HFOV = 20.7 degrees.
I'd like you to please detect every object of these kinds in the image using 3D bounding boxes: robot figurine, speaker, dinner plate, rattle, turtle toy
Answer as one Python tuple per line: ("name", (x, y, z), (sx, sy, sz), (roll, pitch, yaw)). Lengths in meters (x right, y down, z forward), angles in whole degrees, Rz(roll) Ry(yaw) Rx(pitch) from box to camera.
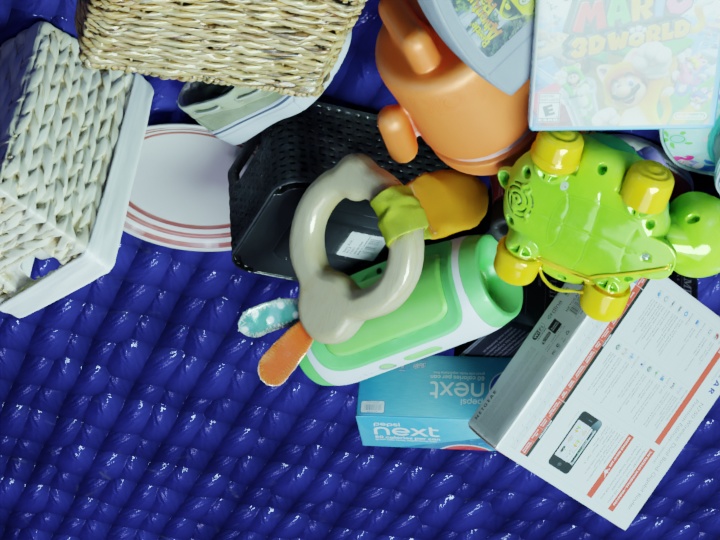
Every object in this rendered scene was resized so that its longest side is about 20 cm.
("robot figurine", (0.083, -0.152, 1.563), (0.116, 0.145, 0.200), (10, 155, 34))
("speaker", (0.037, 0.035, 1.686), (0.199, 0.089, 0.088), (-22, 140, 32))
("dinner plate", (-0.151, -0.079, 1.787), (0.198, 0.024, 0.201), (2, 146, 2))
("rattle", (0.000, 0.000, 1.633), (0.129, 0.143, 0.201), (31, 115, 11))
("turtle toy", (0.201, -0.044, 1.552), (0.198, 0.101, 0.147), (23, 126, 6))

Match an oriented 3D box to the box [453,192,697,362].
("box", (0.197, 0.023, 1.790), (0.198, 0.150, 0.107), (15, 151, -19))

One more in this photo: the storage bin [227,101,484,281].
("storage bin", (-0.005, -0.058, 1.714), (0.198, 0.095, 0.135), (11, 142, -22))

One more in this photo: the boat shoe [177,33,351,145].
("boat shoe", (-0.080, -0.160, 1.609), (0.062, 0.073, 0.200), (20, 147, -29))

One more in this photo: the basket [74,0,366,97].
("basket", (-0.100, -0.229, 1.429), (0.198, 0.144, 0.149), (6, 153, -13))

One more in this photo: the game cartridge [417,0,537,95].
("game cartridge", (0.102, -0.221, 1.416), (0.133, 0.041, 0.200), (-41, 137, -3))

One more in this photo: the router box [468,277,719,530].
("router box", (0.214, 0.097, 1.673), (0.179, 0.049, 0.201), (34, 92, -35))

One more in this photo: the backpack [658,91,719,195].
("backpack", (0.331, -0.136, 1.544), (0.198, 0.152, 0.178), (15, 145, -7))

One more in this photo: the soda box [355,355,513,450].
("soda box", (0.098, 0.119, 1.759), (0.198, 0.065, 0.068), (2, 152, 7))

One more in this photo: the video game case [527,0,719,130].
("video game case", (0.197, -0.192, 1.426), (0.141, 0.018, 0.202), (-1, 125, -2))

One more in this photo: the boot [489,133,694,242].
("boot", (0.198, -0.049, 1.684), (0.198, 0.145, 0.073), (13, 140, -17))

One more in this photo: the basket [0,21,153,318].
("basket", (-0.271, -0.087, 1.628), (0.135, 0.202, 0.123), (-24, 134, 37))
